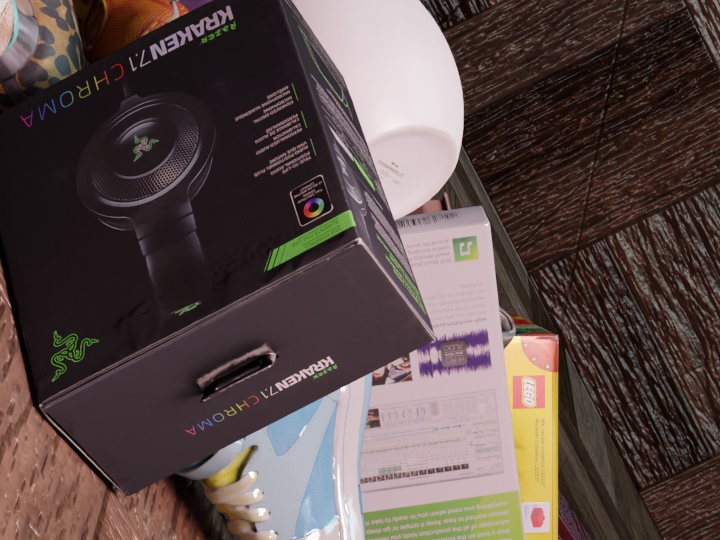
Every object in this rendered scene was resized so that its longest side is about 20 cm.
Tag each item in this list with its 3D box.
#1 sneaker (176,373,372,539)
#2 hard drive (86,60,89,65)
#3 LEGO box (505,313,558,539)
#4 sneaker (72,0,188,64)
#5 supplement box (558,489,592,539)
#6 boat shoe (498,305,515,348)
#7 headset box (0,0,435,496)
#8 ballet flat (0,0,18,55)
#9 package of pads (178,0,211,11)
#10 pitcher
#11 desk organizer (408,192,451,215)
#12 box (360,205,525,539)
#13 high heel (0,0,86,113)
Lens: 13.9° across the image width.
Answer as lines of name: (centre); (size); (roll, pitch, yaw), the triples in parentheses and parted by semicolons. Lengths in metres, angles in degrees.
sneaker: (-0.065, 0.112, 1.513); (0.130, 0.079, 0.201); (3, 88, -38)
hard drive: (-0.159, -0.132, 1.775); (0.132, 0.027, 0.200); (66, 8, 8)
LEGO box: (0.077, 0.134, 1.918); (0.149, 0.077, 0.201); (-147, -123, -80)
sneaker: (-0.138, -0.131, 1.611); (0.077, 0.073, 0.200); (21, 12, -14)
supplement box: (0.107, 0.205, 2.150); (0.200, 0.108, 0.061); (56, 12, -49)
boat shoe: (0.000, 0.000, 1.643); (0.200, 0.071, 0.072); (30, 28, -29)
headset box: (-0.076, -0.013, 1.423); (0.093, 0.174, 0.200); (52, 15, -48)
ballet flat: (-0.223, -0.190, 1.435); (0.067, 0.068, 0.201); (-3, 62, -47)
package of pads: (-0.061, -0.086, 1.759); (0.121, 0.076, 0.200); (47, 2, -25)
pitcher: (-0.010, -0.116, 1.611); (0.171, 0.121, 0.200); (26, 30, -51)
desk organizer: (0.013, 0.058, 1.806); (0.072, 0.077, 0.201); (-101, -167, -61)
box: (0.009, 0.072, 1.603); (0.036, 0.144, 0.201); (-102, -175, -73)
high heel: (-0.172, -0.156, 1.578); (0.143, 0.071, 0.200); (55, 27, -18)
